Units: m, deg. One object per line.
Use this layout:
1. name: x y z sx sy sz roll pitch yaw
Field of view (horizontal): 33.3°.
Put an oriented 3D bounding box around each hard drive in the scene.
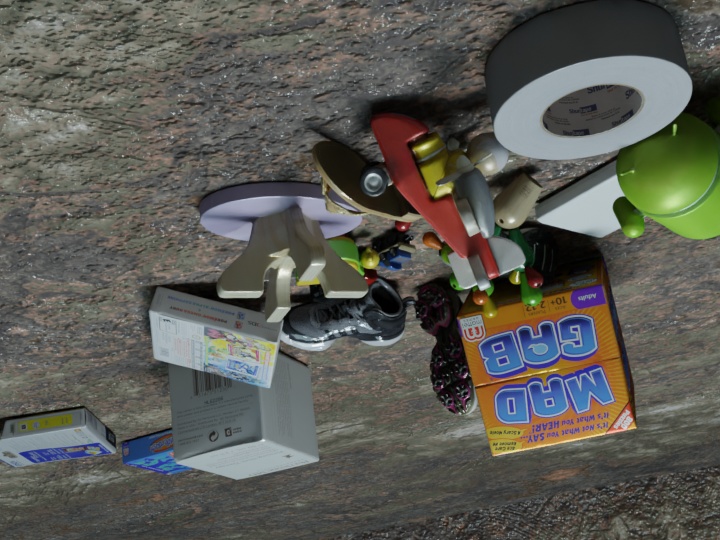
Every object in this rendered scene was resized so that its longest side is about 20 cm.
1. hard drive: 0.334 -0.100 1.503 0.131 0.027 0.200 11 151 -38

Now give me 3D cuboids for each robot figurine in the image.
1. robot figurine: 0.358 -0.104 1.329 0.176 0.116 0.199 -46 144 19

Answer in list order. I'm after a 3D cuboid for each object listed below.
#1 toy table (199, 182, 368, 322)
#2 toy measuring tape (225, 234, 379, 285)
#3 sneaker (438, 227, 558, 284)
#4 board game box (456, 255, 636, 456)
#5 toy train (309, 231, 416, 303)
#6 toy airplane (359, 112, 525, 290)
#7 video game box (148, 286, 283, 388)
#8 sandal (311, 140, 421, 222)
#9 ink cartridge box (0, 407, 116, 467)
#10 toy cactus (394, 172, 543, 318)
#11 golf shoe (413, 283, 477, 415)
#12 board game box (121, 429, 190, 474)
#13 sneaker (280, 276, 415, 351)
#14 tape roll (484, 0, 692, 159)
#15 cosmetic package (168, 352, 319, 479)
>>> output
1. toy table: -0.088 -0.024 1.435 0.198 0.118 0.184 -4 158 -12
2. toy measuring tape: -0.073 -0.011 1.534 0.198 0.074 0.074 -5 158 -8
3. sneaker: 0.189 -0.024 1.603 0.199 0.075 0.079 7 178 -39
4. board game box: 0.263 0.114 1.675 0.198 0.201 0.200 -13 -172 14
5. toy train: 0.000 0.000 1.611 0.034 0.046 0.199 13 150 -40
6. toy airplane: 0.109 -0.080 1.274 0.141 0.200 0.199 -44 141 8
7. video game box: -0.205 0.098 1.716 0.181 0.047 0.200 17 156 -1
8. sandal: -0.006 -0.083 1.369 0.069 0.078 0.211 -29 155 30
9. ink cartridge box: -0.563 0.304 2.173 0.198 0.047 0.198 -7 159 2
10. toy cactus: 0.154 -0.046 1.458 0.165 0.200 0.102 -53 168 16
11. golf shoe: 0.142 0.114 1.731 0.072 0.201 0.092 -31 147 34
12. board game box: -0.338 0.345 2.338 0.199 0.045 0.152 -19 155 23
13. sneaker: -0.020 0.057 1.717 0.198 0.076 0.114 0 150 -18
14. tape roll: 0.226 -0.187 1.208 0.199 0.067 0.201 -7 157 -3
15. cosmetic package: -0.187 0.229 1.948 0.166 0.168 0.200 -16 157 20
